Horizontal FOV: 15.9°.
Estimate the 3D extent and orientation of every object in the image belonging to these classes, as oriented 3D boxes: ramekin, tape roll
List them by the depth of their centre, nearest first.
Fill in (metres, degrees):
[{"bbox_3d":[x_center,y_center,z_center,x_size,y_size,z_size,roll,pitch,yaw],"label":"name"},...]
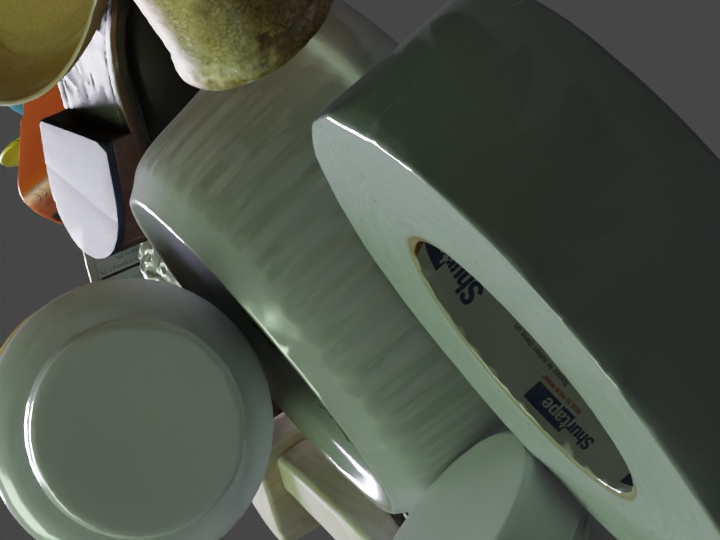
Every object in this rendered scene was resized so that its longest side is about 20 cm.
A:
[{"bbox_3d":[0.073,0.010,0.794,0.200,0.066,0.200,48,172,9],"label":"tape roll"},{"bbox_3d":[0.000,0.000,0.992,0.200,0.105,0.200,48,171,10],"label":"ramekin"}]

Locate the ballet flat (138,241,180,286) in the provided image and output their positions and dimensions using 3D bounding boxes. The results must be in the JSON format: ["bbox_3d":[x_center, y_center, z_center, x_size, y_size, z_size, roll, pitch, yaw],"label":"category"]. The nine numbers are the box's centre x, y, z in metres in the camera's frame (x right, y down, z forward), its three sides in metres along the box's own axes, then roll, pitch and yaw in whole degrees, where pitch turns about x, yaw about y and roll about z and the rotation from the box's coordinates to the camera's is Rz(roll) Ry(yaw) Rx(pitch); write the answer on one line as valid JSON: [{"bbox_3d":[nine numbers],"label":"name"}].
[{"bbox_3d":[-0.070,-0.051,1.227,0.072,0.071,0.201,56,-166,-38],"label":"ballet flat"}]

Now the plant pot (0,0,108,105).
[{"bbox_3d":[-0.154,-0.167,1.032,0.199,0.027,0.202,23,122,43],"label":"plant pot"}]

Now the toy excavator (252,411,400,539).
[{"bbox_3d":[0.038,0.157,1.054,0.194,0.100,0.201,19,137,63],"label":"toy excavator"}]

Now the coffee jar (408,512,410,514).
[{"bbox_3d":[0.083,0.117,1.138,0.200,0.085,0.104,51,177,-15],"label":"coffee jar"}]

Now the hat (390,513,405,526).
[{"bbox_3d":[0.017,0.058,1.249,0.202,0.080,0.201,64,-179,-1],"label":"hat"}]

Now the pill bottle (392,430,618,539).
[{"bbox_3d":[0.104,0.151,0.928,0.200,0.120,0.120,38,175,-15],"label":"pill bottle"}]

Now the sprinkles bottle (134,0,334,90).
[{"bbox_3d":[-0.083,-0.154,0.872,0.068,0.068,0.200,38,166,54],"label":"sprinkles bottle"}]

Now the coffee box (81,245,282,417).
[{"bbox_3d":[-0.092,0.004,1.337,0.115,0.079,0.201,61,-171,-59],"label":"coffee box"}]

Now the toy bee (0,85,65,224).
[{"bbox_3d":[-0.114,-0.105,1.197,0.130,0.202,0.108,-14,154,43],"label":"toy bee"}]

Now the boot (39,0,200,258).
[{"bbox_3d":[-0.084,-0.112,1.075,0.075,0.096,0.201,30,129,42],"label":"boot"}]

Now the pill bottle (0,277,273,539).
[{"bbox_3d":[-0.093,0.059,1.001,0.109,0.109,0.200,50,172,-4],"label":"pill bottle"}]
